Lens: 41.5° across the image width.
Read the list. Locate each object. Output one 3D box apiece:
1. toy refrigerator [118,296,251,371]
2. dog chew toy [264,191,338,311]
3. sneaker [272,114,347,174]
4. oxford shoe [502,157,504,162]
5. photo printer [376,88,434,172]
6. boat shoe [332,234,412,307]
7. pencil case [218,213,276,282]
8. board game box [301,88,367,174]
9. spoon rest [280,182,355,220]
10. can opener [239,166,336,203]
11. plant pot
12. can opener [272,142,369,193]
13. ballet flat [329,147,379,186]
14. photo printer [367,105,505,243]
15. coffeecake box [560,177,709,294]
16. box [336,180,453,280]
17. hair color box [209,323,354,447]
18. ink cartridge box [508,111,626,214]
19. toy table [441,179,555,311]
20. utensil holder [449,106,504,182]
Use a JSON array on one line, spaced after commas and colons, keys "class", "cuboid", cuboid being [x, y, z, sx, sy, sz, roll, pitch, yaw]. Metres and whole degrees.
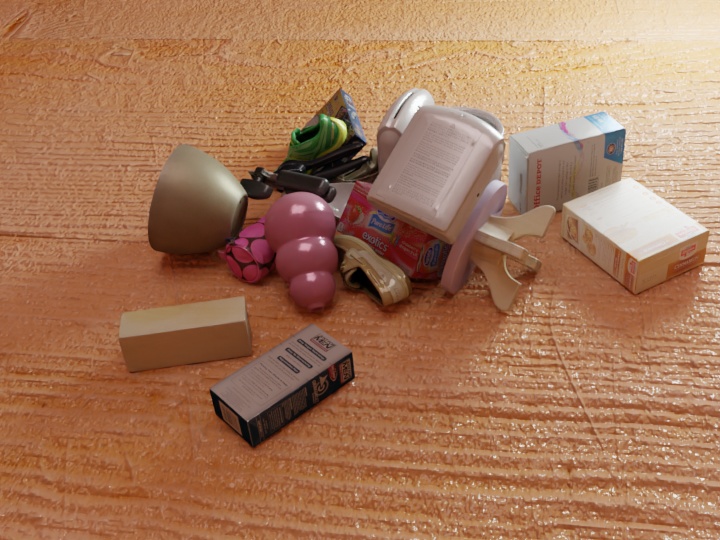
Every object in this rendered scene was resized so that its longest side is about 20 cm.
[{"class": "toy refrigerator", "cuboid": [-0.279, 0.100, 1.525, 0.199, 0.076, 0.070, -8, 38, -2]}, {"class": "dog chew toy", "cuboid": [-0.092, -0.029, 1.607, 0.124, 0.125, 0.201, -11, 72, -7]}, {"class": "sneaker", "cuboid": [-0.115, -0.238, 1.870, 0.200, 0.083, 0.074, -40, 35, 26]}, {"class": "oxford shoe", "cuboid": [0.182, -0.232, 1.893, 0.199, 0.071, 0.074, 12, 44, 22]}, {"class": "photo printer", "cuboid": [0.089, -0.234, 1.802, 0.069, 0.201, 0.167, 12, 42, 22]}, {"class": "boat shoe", "cuboid": [0.000, 0.000, 1.617, 0.066, 0.074, 0.200, -33, 40, -26]}, {"class": "pencil case", "cuboid": [-0.160, -0.066, 1.716, 0.093, 0.091, 0.200, 11, 38, 35]}, {"class": "board game box", "cuboid": [-0.059, -0.271, 1.938, 0.135, 0.035, 0.200, -44, 33, 21]}, {"class": "spoon rest", "cuboid": [-0.063, -0.130, 1.797, 0.199, 0.061, 0.100, 1, 50, 12]}, {"class": "can opener", "cuboid": [-0.132, -0.148, 1.727, 0.199, 0.053, 0.067, 10, 70, 36]}, {"class": "plant pot", "cuboid": [-0.281, -0.113, 1.718, 0.134, 0.201, 0.201, 17, 41, 5]}, {"class": "can opener", "cuboid": [-0.078, -0.191, 1.811, 0.199, 0.064, 0.079, -15, 29, 12]}, {"class": "ballet flat", "cuboid": [0.020, -0.202, 1.877, 0.200, 0.067, 0.068, -32, 45, -30]}, {"class": "photo printer", "cuboid": [0.126, -0.163, 1.527, 0.166, 0.069, 0.200, 26, 82, 25]}, {"class": "coffeecake box", "cuboid": [0.468, -0.064, 1.637, 0.153, 0.073, 0.200, -21, 40, -19]}, {"class": "box", "cuboid": [0.065, -0.071, 1.651, 0.095, 0.100, 0.200, 8, 20, -48]}, {"class": "hair color box", "cuboid": [-0.114, 0.169, 1.427, 0.200, 0.061, 0.100, -32, 45, -29]}, {"class": "ink cartridge box", "cuboid": [0.377, -0.195, 1.757, 0.199, 0.145, 0.085, -16, 39, -13]}, {"class": "toy table", "cuboid": [0.230, -0.036, 1.569, 0.117, 0.201, 0.184, 26, 14, 21]}, {"class": "utensil holder", "cuboid": [0.172, -0.164, 1.701, 0.169, 0.201, 0.170, -4, 38, 3]}]
